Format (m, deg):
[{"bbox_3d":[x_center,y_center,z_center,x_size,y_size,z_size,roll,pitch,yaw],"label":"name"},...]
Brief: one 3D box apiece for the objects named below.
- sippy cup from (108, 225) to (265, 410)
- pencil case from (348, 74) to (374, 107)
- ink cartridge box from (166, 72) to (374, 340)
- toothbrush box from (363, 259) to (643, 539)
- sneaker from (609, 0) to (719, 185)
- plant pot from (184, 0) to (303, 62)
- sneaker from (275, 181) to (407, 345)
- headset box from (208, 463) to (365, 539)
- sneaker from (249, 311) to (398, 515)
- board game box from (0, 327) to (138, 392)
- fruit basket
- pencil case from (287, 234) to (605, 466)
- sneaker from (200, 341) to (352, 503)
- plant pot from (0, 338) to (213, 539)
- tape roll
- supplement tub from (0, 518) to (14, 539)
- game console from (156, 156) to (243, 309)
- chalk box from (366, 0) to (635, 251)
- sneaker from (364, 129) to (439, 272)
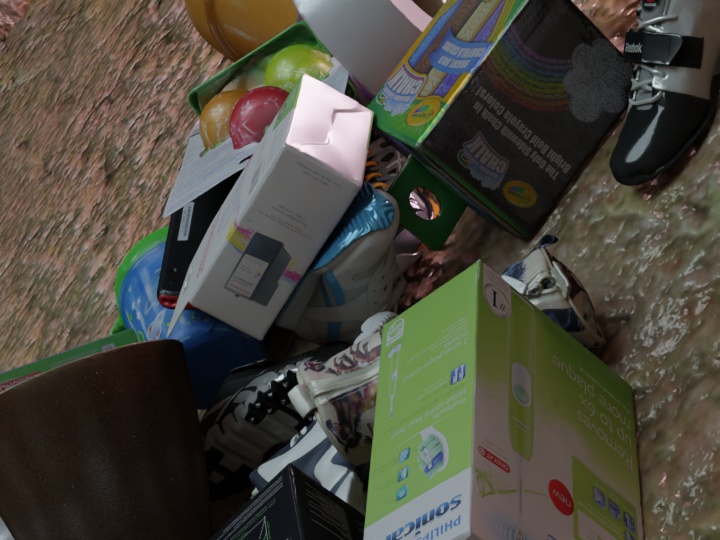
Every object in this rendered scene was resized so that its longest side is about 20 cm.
[{"bbox_3d":[-0.142,0.049,1.414,0.131,0.138,0.179,-112,39,-50],"label":"sippy cup"},{"bbox_3d":[-0.047,-0.127,1.510,0.200,0.085,0.084,-42,29,25],"label":"pencil case"},{"bbox_3d":[-0.069,-0.033,1.209,0.201,0.067,0.118,-55,14,31],"label":"ink cartridge box"},{"bbox_3d":[0.084,0.119,0.908,0.086,0.145,0.201,-34,31,33],"label":"toothbrush box"},{"bbox_3d":[0.211,-0.157,1.106,0.074,0.088,0.201,9,66,60],"label":"sneaker"},{"bbox_3d":[-0.054,-0.275,1.606,0.201,0.200,0.183,-51,40,4],"label":"plant pot"},{"bbox_3d":[0.000,0.000,1.210,0.200,0.080,0.077,125,168,-62],"label":"sneaker"},{"bbox_3d":[0.004,0.234,0.868,0.093,0.174,0.201,-44,28,16],"label":"headset box"},{"bbox_3d":[-0.025,0.127,1.157,0.129,0.079,0.201,-19,51,37],"label":"sneaker"},{"bbox_3d":[-0.278,0.107,1.294,0.198,0.029,0.135,-19,-12,-20],"label":"board game box"},{"bbox_3d":[-0.078,-0.128,1.373,0.184,0.094,0.201,-30,28,18],"label":"fruit basket"},{"bbox_3d":[0.055,0.055,1.037,0.199,0.090,0.078,-27,53,8],"label":"pencil case"},{"bbox_3d":[-0.072,0.101,1.287,0.200,0.066,0.091,-40,31,31],"label":"sneaker"},{"bbox_3d":[-0.189,0.182,1.224,0.186,0.186,0.202,-31,76,39],"label":"plant pot"},{"bbox_3d":[0.022,-0.228,1.385,0.071,0.202,0.203,-41,28,22],"label":"tape roll"},{"bbox_3d":[-0.286,0.250,1.379,0.141,0.140,0.200,-58,26,-11],"label":"supplement tub"},{"bbox_3d":[-0.080,-0.036,1.393,0.175,0.031,0.201,-4,39,5],"label":"game console"},{"bbox_3d":[0.093,-0.113,1.208,0.201,0.124,0.124,-51,26,1],"label":"chalk box"},{"bbox_3d":[0.014,-0.064,1.336,0.078,0.077,0.201,-41,29,20],"label":"sneaker"}]
